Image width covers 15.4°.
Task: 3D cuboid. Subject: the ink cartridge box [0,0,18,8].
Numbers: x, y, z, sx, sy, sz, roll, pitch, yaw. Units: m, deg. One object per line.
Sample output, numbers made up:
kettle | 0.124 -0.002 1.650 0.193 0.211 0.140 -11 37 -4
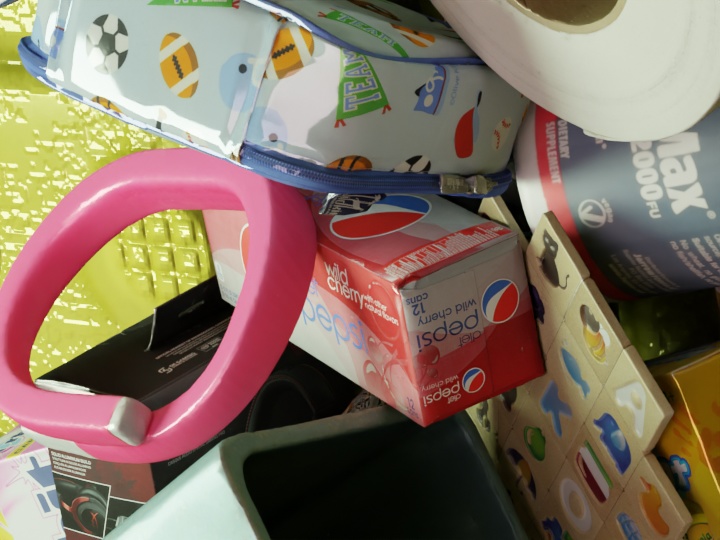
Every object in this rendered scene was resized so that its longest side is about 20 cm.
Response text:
ink cartridge box | -0.125 -0.222 1.233 0.199 0.076 0.137 -25 98 39

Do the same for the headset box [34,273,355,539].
headset box | -0.071 0.102 1.298 0.075 0.148 0.201 8 115 39

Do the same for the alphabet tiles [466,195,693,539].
alphabet tiles | 0.082 0.065 1.144 0.167 0.006 0.200 61 158 22

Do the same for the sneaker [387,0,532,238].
sneaker | 0.008 -0.082 1.217 0.200 0.075 0.079 46 141 15

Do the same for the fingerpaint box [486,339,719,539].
fingerpaint box | 0.145 0.121 1.156 0.200 0.073 0.168 -22 90 67

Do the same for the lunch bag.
lunch bag | -0.028 -0.084 1.090 0.199 0.160 0.076 27 106 34

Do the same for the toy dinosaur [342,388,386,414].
toy dinosaur | 0.030 0.154 1.267 0.102 0.135 0.201 -12 63 50

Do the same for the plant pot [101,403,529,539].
plant pot | -0.037 0.192 1.133 0.200 0.195 0.197 -32 77 28

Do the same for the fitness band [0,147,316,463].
fitness band | -0.097 0.012 1.181 0.037 0.144 0.199 34 162 -34

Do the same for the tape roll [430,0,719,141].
tape roll | 0.108 -0.167 0.980 0.203 0.139 0.203 40 151 28

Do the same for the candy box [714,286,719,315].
candy box | 0.261 0.054 1.130 0.199 0.061 0.137 -2 111 33

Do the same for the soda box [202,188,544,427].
soda box | 0.000 0.000 1.180 0.200 0.063 0.070 29 136 58

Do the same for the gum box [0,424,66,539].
gum box | -0.116 0.171 1.414 0.113 0.066 0.201 -17 102 35

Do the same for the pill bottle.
pill bottle | 0.174 -0.058 1.095 0.199 0.120 0.120 -11 106 34

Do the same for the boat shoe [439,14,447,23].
boat shoe | 0.058 -0.185 1.147 0.072 0.072 0.201 22 112 27
